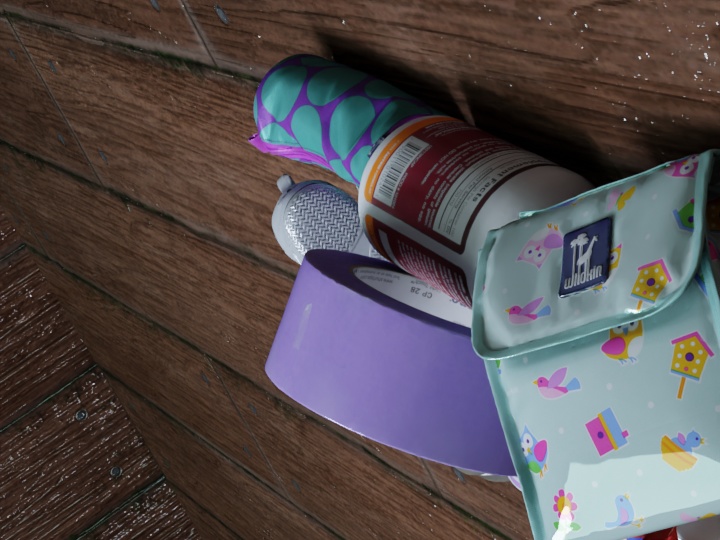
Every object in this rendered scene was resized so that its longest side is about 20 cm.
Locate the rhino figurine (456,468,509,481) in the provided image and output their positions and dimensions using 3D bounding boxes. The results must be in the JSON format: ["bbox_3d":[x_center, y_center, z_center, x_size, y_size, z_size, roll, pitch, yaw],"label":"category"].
[{"bbox_3d":[0.083,0.133,1.511,0.087,0.060,0.200,11,169,40],"label":"rhino figurine"}]

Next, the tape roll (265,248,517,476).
[{"bbox_3d":[0.043,0.059,1.234,0.200,0.085,0.200,20,-172,-3],"label":"tape roll"}]

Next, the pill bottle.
[{"bbox_3d":[0.094,-0.026,1.229,0.200,0.113,0.113,32,152,51],"label":"pill bottle"}]

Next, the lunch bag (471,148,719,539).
[{"bbox_3d":[0.161,0.045,1.047,0.170,0.122,0.200,-22,80,39],"label":"lunch bag"}]

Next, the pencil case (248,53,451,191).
[{"bbox_3d":[-0.005,-0.101,1.390,0.085,0.092,0.200,40,176,-35],"label":"pencil case"}]

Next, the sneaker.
[{"bbox_3d":[0.000,0.000,1.486,0.200,0.075,0.115,51,178,-23],"label":"sneaker"}]

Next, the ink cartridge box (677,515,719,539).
[{"bbox_3d":[0.219,0.178,1.329,0.145,0.084,0.200,46,161,24],"label":"ink cartridge box"}]

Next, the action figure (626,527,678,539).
[{"bbox_3d":[0.201,0.226,1.254,0.065,0.052,0.200,29,154,39],"label":"action figure"}]

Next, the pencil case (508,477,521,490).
[{"bbox_3d":[0.149,0.103,1.388,0.200,0.084,0.086,92,175,-60],"label":"pencil case"}]
